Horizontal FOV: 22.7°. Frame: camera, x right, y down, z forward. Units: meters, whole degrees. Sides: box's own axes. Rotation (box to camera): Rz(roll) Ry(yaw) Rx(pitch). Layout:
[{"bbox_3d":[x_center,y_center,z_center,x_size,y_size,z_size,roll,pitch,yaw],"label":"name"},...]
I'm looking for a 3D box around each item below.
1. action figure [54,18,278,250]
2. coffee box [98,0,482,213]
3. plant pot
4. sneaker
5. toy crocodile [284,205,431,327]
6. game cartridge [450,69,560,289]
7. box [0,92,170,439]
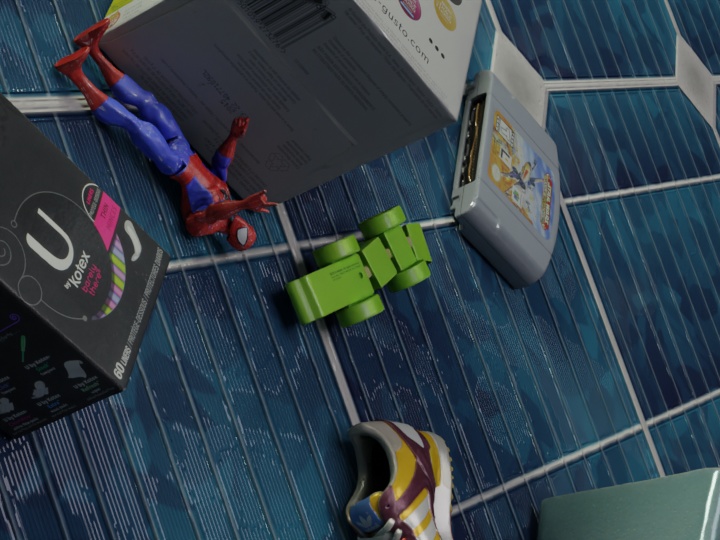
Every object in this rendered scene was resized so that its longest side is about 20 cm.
[{"bbox_3d":[-0.123,-0.098,1.309,0.201,0.098,0.065,54,35,-24],"label":"action figure"},{"bbox_3d":[-0.046,-0.206,1.387,0.200,0.199,0.199,47,36,-28],"label":"coffee box"},{"bbox_3d":[0.261,0.317,1.531,0.196,0.195,0.201,46,46,-29],"label":"plant pot"},{"bbox_3d":[0.030,0.211,1.368,0.090,0.075,0.201,18,50,-40],"label":"sneaker"},{"bbox_3d":[0.000,0.000,1.466,0.200,0.061,0.068,-32,98,-53],"label":"toy crocodile"},{"bbox_3d":[0.146,-0.087,1.749,0.133,0.041,0.201,40,41,-29],"label":"game cartridge"},{"bbox_3d":[-0.228,-0.013,1.087,0.200,0.106,0.123,45,38,-30],"label":"box"}]
